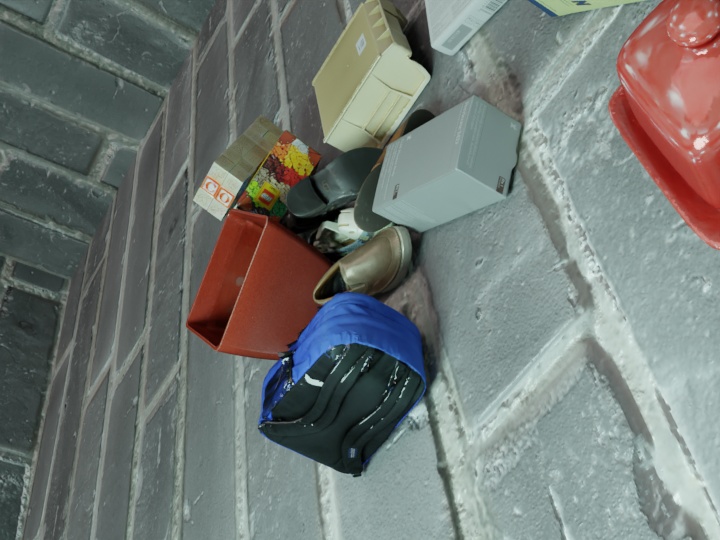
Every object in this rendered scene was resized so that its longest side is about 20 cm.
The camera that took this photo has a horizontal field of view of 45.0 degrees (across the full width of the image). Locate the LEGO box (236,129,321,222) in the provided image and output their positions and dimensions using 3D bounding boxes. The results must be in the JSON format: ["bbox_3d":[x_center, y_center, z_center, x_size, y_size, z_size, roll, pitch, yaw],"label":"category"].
[{"bbox_3d":[-0.143,-0.138,1.498,0.150,0.076,0.200,-57,4,-8],"label":"LEGO box"}]

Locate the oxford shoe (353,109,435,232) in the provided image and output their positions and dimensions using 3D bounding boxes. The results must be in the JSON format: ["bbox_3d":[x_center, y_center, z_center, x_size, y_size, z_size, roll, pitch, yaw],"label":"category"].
[{"bbox_3d":[0.046,-0.132,1.229,0.202,0.071,0.071,-58,14,-21],"label":"oxford shoe"}]

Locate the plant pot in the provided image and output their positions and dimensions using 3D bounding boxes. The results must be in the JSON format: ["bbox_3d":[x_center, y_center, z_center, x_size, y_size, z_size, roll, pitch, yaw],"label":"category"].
[{"bbox_3d":[-0.135,0.038,1.339,0.199,0.174,0.204,17,84,64],"label":"plant pot"}]

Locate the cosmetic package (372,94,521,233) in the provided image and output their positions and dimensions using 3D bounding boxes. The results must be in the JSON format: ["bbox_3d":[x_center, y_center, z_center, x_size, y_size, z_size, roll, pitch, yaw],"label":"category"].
[{"bbox_3d":[0.106,-0.128,1.100,0.199,0.089,0.109,-26,45,59],"label":"cosmetic package"}]

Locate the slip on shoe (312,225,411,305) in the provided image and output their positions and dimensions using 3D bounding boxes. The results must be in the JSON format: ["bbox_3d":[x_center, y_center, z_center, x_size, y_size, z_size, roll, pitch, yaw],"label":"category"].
[{"bbox_3d":[0.000,0.000,1.213,0.199,0.060,0.078,-34,62,52],"label":"slip on shoe"}]

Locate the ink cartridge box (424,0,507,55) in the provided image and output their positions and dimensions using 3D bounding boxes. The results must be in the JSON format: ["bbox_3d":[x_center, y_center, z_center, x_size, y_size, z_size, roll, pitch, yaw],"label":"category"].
[{"bbox_3d":[0.154,-0.442,1.259,0.161,0.049,0.204,-39,45,47],"label":"ink cartridge box"}]

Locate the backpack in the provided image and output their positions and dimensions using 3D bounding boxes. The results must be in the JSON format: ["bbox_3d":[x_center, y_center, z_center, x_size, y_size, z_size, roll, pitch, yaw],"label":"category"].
[{"bbox_3d":[-0.020,0.119,1.071,0.201,0.160,0.170,-50,28,35],"label":"backpack"}]

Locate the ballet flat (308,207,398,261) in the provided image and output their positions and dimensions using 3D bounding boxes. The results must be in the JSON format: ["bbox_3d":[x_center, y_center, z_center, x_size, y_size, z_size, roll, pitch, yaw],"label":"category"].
[{"bbox_3d":[-0.018,-0.060,1.311,0.199,0.073,0.076,-28,46,54],"label":"ballet flat"}]

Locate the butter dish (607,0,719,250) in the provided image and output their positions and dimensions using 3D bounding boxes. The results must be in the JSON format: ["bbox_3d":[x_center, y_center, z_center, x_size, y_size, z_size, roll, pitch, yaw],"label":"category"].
[{"bbox_3d":[0.280,-0.159,0.661,0.200,0.147,0.202,-42,47,22],"label":"butter dish"}]

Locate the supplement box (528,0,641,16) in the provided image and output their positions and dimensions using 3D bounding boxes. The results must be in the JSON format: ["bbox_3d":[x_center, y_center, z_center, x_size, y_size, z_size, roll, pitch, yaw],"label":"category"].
[{"bbox_3d":[0.259,-0.415,0.962,0.199,0.132,0.203,20,88,64],"label":"supplement box"}]

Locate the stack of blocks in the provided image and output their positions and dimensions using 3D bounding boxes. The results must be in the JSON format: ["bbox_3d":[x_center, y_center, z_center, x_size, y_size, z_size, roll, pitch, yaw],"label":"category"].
[{"bbox_3d":[-0.204,-0.165,1.460,0.116,0.058,0.201,-54,4,35],"label":"stack of blocks"}]

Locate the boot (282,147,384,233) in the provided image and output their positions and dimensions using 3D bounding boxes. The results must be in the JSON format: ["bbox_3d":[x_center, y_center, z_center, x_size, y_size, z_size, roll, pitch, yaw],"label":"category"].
[{"bbox_3d":[-0.041,-0.119,1.370,0.174,0.196,0.070,105,143,-81],"label":"boot"}]

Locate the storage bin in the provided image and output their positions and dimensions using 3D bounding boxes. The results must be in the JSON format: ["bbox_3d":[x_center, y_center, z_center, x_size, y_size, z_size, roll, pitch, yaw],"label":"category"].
[{"bbox_3d":[0.014,-0.314,1.414,0.199,0.092,0.202,-52,30,29],"label":"storage bin"}]
